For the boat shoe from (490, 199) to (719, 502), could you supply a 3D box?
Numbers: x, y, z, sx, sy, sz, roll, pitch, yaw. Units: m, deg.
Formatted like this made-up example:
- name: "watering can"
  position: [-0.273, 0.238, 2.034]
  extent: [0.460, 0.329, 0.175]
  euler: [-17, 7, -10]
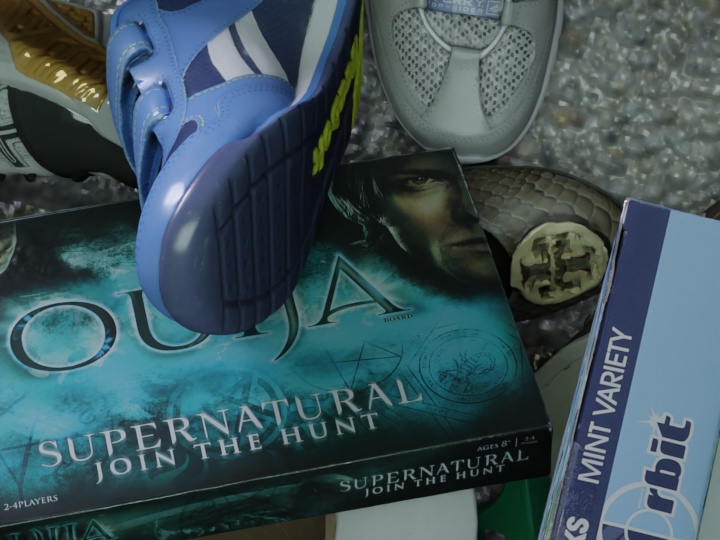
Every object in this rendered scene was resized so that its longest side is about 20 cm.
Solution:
- name: "boat shoe"
  position: [0.125, 0.019, 0.940]
  extent: [0.072, 0.060, 0.200]
  euler: [42, 118, -12]

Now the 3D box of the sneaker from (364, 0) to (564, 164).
- name: "sneaker"
  position: [0.036, -0.138, 0.927]
  extent: [0.074, 0.082, 0.201]
  euler: [2, 96, 5]

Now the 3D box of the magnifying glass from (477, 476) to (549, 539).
- name: "magnifying glass"
  position: [0.056, 0.108, 0.963]
  extent: [0.079, 0.022, 0.201]
  euler: [-21, 103, 40]

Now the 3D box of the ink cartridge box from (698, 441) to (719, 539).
- name: "ink cartridge box"
  position: [0.164, 0.161, 0.833]
  extent: [0.146, 0.083, 0.201]
  euler: [9, 74, 21]

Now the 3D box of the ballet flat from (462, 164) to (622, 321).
- name: "ballet flat"
  position: [0.000, 0.000, 0.952]
  extent: [0.199, 0.046, 0.068]
  euler: [-2, 121, 7]

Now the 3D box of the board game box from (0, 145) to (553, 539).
- name: "board game box"
  position: [-0.049, 0.027, 0.863]
  extent: [0.199, 0.136, 0.028]
  euler: [-10, 137, -8]

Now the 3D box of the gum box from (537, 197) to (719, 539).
- name: "gum box"
  position: [0.075, 0.093, 0.807]
  extent: [0.044, 0.200, 0.171]
  euler: [14, 71, 6]

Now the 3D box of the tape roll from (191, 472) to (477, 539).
- name: "tape roll"
  position: [-0.060, 0.127, 0.883]
  extent: [0.202, 0.203, 0.140]
  euler: [3, 136, 5]

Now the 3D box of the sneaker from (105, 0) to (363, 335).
- name: "sneaker"
  position: [-0.050, -0.047, 0.864]
  extent: [0.082, 0.200, 0.074]
  euler: [9, 122, 7]

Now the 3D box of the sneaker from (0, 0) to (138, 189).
- name: "sneaker"
  position: [-0.140, -0.059, 0.965]
  extent: [0.199, 0.076, 0.088]
  euler: [22, 111, 7]
